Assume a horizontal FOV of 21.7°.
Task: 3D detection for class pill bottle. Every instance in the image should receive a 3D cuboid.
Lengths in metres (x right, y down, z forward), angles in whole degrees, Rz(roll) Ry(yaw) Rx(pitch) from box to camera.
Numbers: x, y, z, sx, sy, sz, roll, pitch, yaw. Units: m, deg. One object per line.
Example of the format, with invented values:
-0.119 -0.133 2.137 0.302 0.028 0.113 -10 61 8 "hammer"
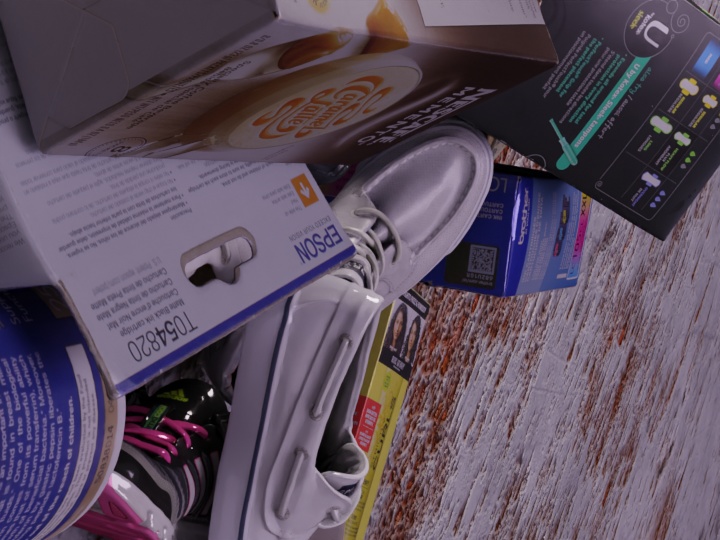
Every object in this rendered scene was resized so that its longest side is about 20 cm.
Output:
-0.174 0.056 0.639 0.200 0.115 0.116 -11 113 -68 "pill bottle"

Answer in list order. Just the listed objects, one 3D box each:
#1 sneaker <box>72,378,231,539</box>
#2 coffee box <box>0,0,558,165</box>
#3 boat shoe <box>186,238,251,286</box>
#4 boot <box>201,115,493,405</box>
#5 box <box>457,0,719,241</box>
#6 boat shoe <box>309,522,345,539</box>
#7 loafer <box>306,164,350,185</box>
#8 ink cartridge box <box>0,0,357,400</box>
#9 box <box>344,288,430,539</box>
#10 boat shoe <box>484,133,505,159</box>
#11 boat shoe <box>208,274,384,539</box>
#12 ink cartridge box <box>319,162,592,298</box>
-0.102 0.089 0.912 0.200 0.074 0.088 50 56 -71 "sneaker"
-0.025 -0.098 0.706 0.200 0.114 0.080 -3 73 -57 "coffee box"
-0.091 -0.023 0.882 0.200 0.071 0.070 69 39 -65 "boat shoe"
0.000 0.000 0.987 0.200 0.074 0.096 -46 -169 0 "boot"
0.110 -0.132 1.066 0.200 0.149 0.124 27 104 -37 "box"
-0.054 0.161 1.062 0.093 0.074 0.200 -107 -156 -62 "boat shoe"
-0.017 -0.144 0.992 0.070 0.068 0.201 35 65 -53 "loafer"
-0.099 -0.064 0.724 0.200 0.041 0.200 64 29 -3 "ink cartridge box"
-0.013 0.103 1.179 0.075 0.050 0.200 43 63 -68 "box"
0.075 -0.138 1.231 0.200 0.073 0.063 80 28 -48 "boat shoe"
-0.029 0.096 0.911 0.074 0.065 0.200 -48 149 -61 "boat shoe"
0.049 -0.031 1.137 0.200 0.136 0.077 -9 107 -68 "ink cartridge box"
